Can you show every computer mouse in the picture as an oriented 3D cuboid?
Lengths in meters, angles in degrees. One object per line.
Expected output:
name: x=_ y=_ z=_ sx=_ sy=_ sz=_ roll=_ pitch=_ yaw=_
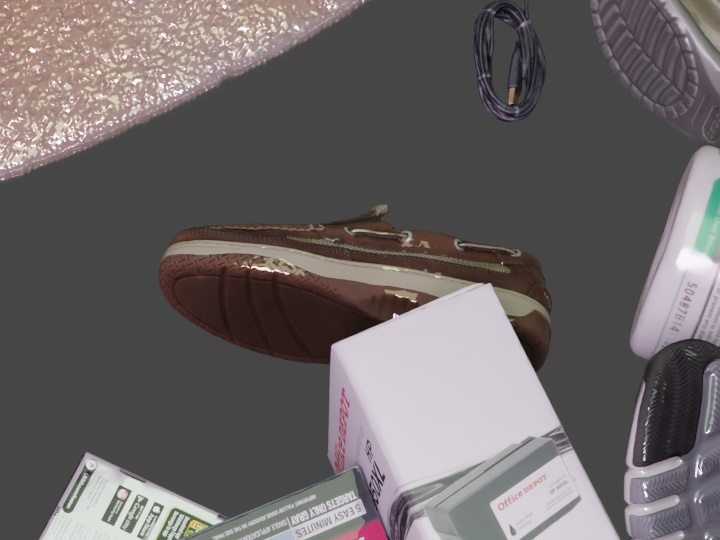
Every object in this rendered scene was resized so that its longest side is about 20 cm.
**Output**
computer mouse: x=0.101 y=-0.174 z=1.058 sx=0.058 sy=0.034 sz=0.202 roll=22 pitch=69 yaw=-11

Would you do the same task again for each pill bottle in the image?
pill bottle: x=0.244 y=0.021 z=0.920 sx=0.198 sy=0.113 sz=0.114 roll=20 pitch=65 yaw=7

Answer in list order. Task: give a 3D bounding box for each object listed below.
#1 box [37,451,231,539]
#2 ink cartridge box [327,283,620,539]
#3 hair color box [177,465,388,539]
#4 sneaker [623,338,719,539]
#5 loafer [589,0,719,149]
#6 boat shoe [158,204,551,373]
box: x=-0.126 y=0.197 z=0.859 sx=0.109 sy=0.035 sz=0.201 roll=23 pitch=65 yaw=8
ink cartridge box: x=0.059 y=0.130 z=0.840 sx=0.083 sy=0.145 sz=0.201 roll=-20 pitch=66 yaw=-12
hair color box: x=-0.010 y=0.202 z=0.823 sx=0.098 sy=0.061 sz=0.202 roll=-21 pitch=81 yaw=-14
sneaker: x=0.138 y=0.132 z=0.852 sx=0.074 sy=0.115 sz=0.202 roll=-7 pitch=91 yaw=-20
loafer: x=0.202 y=-0.109 z=1.012 sx=0.069 sy=0.075 sz=0.201 roll=-29 pitch=73 yaw=-28
boat shoe: x=-0.001 y=0.004 z=0.947 sx=0.200 sy=0.075 sz=0.075 roll=13 pitch=50 yaw=-3
